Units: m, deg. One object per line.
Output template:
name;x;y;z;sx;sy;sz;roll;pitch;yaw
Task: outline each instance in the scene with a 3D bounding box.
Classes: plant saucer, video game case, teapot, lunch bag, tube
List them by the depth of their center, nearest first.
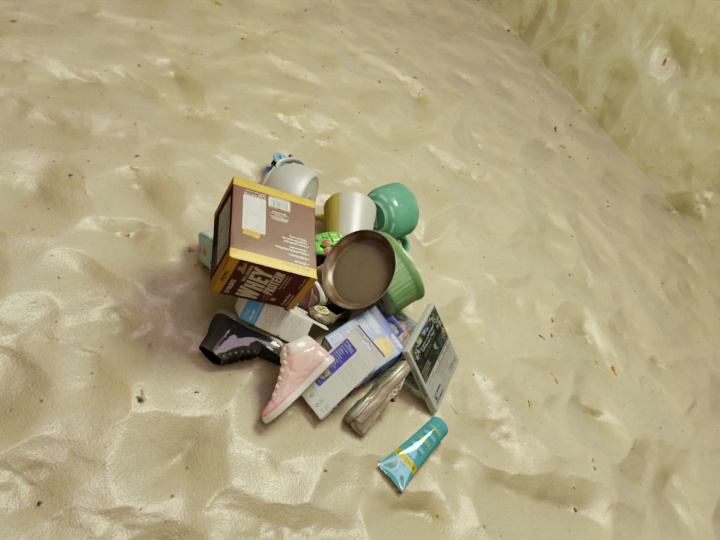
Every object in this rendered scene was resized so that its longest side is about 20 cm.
tube;0.125;0.408;1.512;0.077;0.051;0.199;40;47;17
lunch bag;-0.278;-0.039;1.569;0.158;0.079;0.198;-8;26;-40
plant saucer;0.000;0.000;1.612;0.032;0.197;0.203;40;22;-58
video game case;0.177;0.213;1.656;0.185;0.023;0.201;64;36;-21
teapot;-0.197;-0.188;1.679;0.143;0.202;0.200;21;7;8
video game case;0.120;0.206;1.700;0.180;0.023;0.202;33;42;-3

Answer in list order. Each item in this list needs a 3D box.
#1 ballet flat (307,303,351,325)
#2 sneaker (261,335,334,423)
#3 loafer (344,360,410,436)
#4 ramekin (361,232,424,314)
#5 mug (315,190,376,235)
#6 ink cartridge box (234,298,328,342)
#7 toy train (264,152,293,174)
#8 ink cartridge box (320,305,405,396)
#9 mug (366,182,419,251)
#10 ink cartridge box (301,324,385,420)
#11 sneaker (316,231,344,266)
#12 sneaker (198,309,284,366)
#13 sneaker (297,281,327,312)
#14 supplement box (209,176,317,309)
ballet flat;-0.068;0.096;1.594;0.067;0.047;0.199;34;9;20
sneaker;-0.157;0.224;1.427;0.105;0.075;0.200;46;73;3
loafer;0.048;0.291;1.528;0.199;0.072;0.063;-41;94;-23
ramekin;0.067;0.014;1.708;0.097;0.201;0.201;-35;72;-14
mug;-0.047;-0.099;1.807;0.149;0.183;0.157;42;40;-43
ink cartridge box;-0.180;0.108;1.512;0.197;0.068;0.116;29;1;-18
toy train;-0.207;-0.236;1.843;0.112;0.087;0.203;23;42;-25
ink cartridge box;0.015;0.180;1.590;0.198;0.077;0.137;-29;73;-35
mug;0.085;-0.151;1.897;0.113;0.153;0.186;-20;64;-43
ink cartridge box;-0.044;0.225;1.482;0.199;0.039;0.100;-42;75;-4
sneaker;-0.110;-0.047;1.703;0.194;0.084;0.079;-5;73;-8
sneaker;-0.251;0.181;1.462;0.197;0.075;0.108;29;53;-4
sneaker;-0.173;0.018;1.604;0.114;0.076;0.203;-33;88;-7
supplement box;-0.204;-0.054;1.421;0.193;0.133;0.204;14;52;-26
